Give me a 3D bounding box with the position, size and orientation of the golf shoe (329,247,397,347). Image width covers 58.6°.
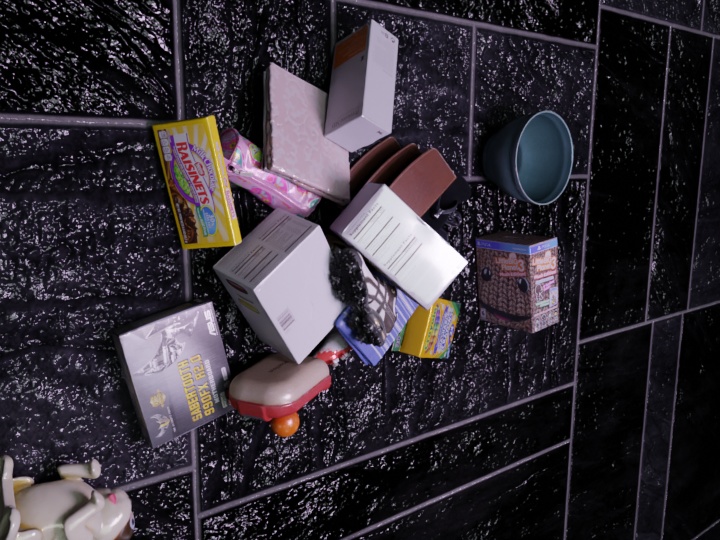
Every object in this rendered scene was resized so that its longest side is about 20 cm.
[{"bbox_3d":[0.012,0.033,1.097,0.094,0.078,0.200,-43,132,-34],"label":"golf shoe"}]

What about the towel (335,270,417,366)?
[{"bbox_3d":[0.043,0.065,1.192,0.200,0.024,0.145,-52,132,-19],"label":"towel"}]

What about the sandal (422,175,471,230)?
[{"bbox_3d":[0.176,-0.148,1.335,0.076,0.043,0.200,53,49,-10],"label":"sandal"}]

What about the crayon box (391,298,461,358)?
[{"bbox_3d":[0.142,0.116,1.337,0.200,0.051,0.126,15,89,-60],"label":"crayon box"}]

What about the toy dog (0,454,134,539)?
[{"bbox_3d":[-0.426,0.371,0.927,0.200,0.139,0.194,14,102,-39],"label":"toy dog"}]

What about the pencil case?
[{"bbox_3d":[-0.159,-0.156,1.072,0.200,0.087,0.088,29,80,-40],"label":"pencil case"}]

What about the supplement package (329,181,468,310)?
[{"bbox_3d":[0.062,-0.044,1.094,0.200,0.114,0.110,41,88,-16],"label":"supplement package"}]

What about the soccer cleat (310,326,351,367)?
[{"bbox_3d":[-0.034,0.122,1.241,0.200,0.069,0.085,-33,78,-11],"label":"soccer cleat"}]

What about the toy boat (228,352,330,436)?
[{"bbox_3d":[-0.133,0.225,1.112,0.200,0.130,0.131,-27,119,-61],"label":"toy boat"}]

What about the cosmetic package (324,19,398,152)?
[{"bbox_3d":[0.002,-0.322,1.122,0.071,0.101,0.200,22,63,-39],"label":"cosmetic package"}]

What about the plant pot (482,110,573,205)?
[{"bbox_3d":[0.360,-0.250,1.434,0.200,0.134,0.201,-7,102,-38],"label":"plant pot"}]

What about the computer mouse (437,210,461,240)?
[{"bbox_3d":[0.146,-0.045,1.361,0.138,0.053,0.200,16,75,-37],"label":"computer mouse"}]

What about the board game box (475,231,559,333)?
[{"bbox_3d":[0.357,0.022,1.465,0.097,0.159,0.200,-16,107,-35],"label":"board game box"}]

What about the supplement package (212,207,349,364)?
[{"bbox_3d":[-0.124,0.027,1.087,0.156,0.111,0.200,-46,138,-22],"label":"supplement package"}]

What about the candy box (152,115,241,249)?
[{"bbox_3d":[-0.253,-0.133,0.996,0.026,0.102,0.200,-50,133,-64],"label":"candy box"}]

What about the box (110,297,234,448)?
[{"bbox_3d":[-0.298,0.163,1.044,0.158,0.048,0.200,-22,110,-34],"label":"box"}]

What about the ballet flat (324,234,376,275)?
[{"bbox_3d":[0.000,0.000,1.202,0.200,0.072,0.068,39,82,-19],"label":"ballet flat"}]

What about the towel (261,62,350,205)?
[{"bbox_3d":[-0.090,-0.228,1.093,0.191,0.032,0.200,17,64,-46],"label":"towel"}]

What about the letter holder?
[{"bbox_3d":[0.061,-0.163,1.218,0.200,0.101,0.142,-47,110,-27],"label":"letter holder"}]
